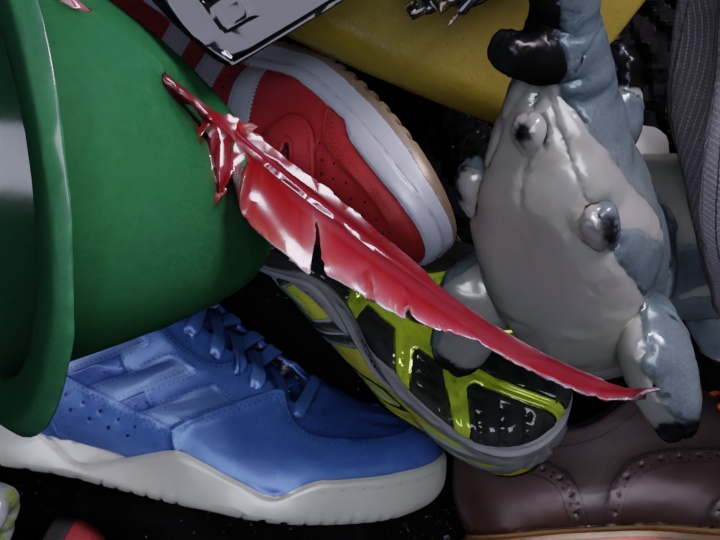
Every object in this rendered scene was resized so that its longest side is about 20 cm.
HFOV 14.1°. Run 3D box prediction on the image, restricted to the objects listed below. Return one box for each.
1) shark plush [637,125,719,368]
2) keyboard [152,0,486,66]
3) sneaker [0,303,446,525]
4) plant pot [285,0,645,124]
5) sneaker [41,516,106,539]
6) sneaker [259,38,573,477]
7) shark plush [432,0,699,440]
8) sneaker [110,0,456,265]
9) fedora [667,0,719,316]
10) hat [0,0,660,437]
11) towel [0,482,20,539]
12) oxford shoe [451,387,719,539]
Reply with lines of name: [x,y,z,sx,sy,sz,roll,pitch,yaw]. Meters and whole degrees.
shark plush: [0.139,0.000,1.083,0.199,0.091,0.083,6,117,-15]
keyboard: [0.023,-0.129,0.904,0.200,0.040,0.104,-31,91,-4]
sneaker: [-0.061,0.022,1.060,0.199,0.077,0.112,11,102,6]
plant pot: [0.024,-0.160,1.001,0.176,0.200,0.200,36,95,-14]
sneaker: [-0.107,0.197,1.072,0.098,0.071,0.201,20,91,1]
sneaker: [0.000,0.000,1.052,0.075,0.076,0.200,-32,65,-13]
shark plush: [0.062,-0.038,0.915,0.091,0.083,0.200,8,137,33]
sneaker: [-0.066,-0.035,0.989,0.112,0.071,0.200,-37,48,-23]
fedora: [0.151,-0.044,0.963,0.090,0.177,0.200,-7,132,2]
hat: [-0.037,-0.035,0.924,0.176,0.166,0.201,-9,84,-21]
towel: [-0.231,0.142,1.072,0.171,0.048,0.201,20,99,6]
oxford shoe: [0.132,0.069,1.068,0.199,0.071,0.073,-8,88,1]
